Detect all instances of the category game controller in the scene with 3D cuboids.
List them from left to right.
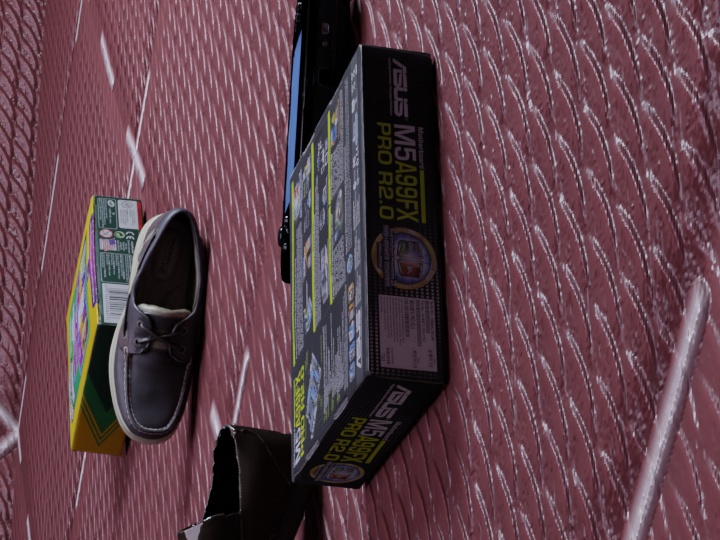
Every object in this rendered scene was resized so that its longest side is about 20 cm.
[{"bbox_3d":[-0.035,-0.094,1.309,0.104,0.042,0.201,144,131,-70],"label":"game controller"}]

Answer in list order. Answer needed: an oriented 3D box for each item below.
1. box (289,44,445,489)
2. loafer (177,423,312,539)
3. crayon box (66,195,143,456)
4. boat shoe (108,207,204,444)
[{"bbox_3d":[0.000,0.000,1.135,0.160,0.044,0.201,121,152,-59],"label":"box"},{"bbox_3d":[-0.087,0.182,1.236,0.073,0.071,0.201,-31,38,47],"label":"loafer"},{"bbox_3d":[-0.255,0.055,2.040,0.201,0.058,0.173,-101,21,-49],"label":"crayon box"},{"bbox_3d":[-0.168,0.043,1.697,0.065,0.071,0.201,127,152,-71],"label":"boat shoe"}]
